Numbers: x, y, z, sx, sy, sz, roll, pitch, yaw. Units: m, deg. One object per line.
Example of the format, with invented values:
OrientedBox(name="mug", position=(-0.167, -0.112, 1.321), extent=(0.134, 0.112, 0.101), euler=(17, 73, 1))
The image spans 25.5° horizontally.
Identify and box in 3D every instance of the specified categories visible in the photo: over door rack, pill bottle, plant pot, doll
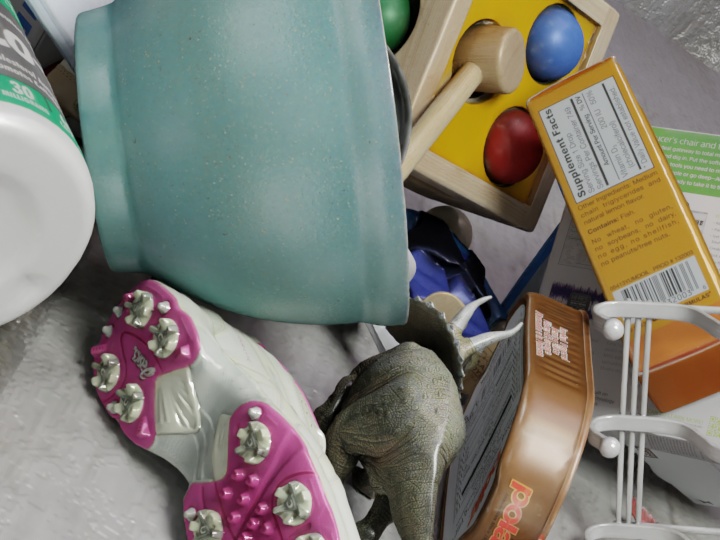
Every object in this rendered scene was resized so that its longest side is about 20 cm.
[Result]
OrientedBox(name="over door rack", position=(0.220, 0.088, 0.832), extent=(0.198, 0.149, 0.067), euler=(-1, 21, 0))
OrientedBox(name="pill bottle", position=(-0.195, -0.074, 0.695), extent=(0.113, 0.113, 0.200), euler=(19, 27, -40))
OrientedBox(name="plant pot", position=(-0.057, -0.066, 0.727), extent=(0.133, 0.201, 0.201), euler=(-8, 30, -4))
OrientedBox(name="doll", position=(0.058, 0.011, 1.022), extent=(0.136, 0.048, 0.200), euler=(42, 16, -17))

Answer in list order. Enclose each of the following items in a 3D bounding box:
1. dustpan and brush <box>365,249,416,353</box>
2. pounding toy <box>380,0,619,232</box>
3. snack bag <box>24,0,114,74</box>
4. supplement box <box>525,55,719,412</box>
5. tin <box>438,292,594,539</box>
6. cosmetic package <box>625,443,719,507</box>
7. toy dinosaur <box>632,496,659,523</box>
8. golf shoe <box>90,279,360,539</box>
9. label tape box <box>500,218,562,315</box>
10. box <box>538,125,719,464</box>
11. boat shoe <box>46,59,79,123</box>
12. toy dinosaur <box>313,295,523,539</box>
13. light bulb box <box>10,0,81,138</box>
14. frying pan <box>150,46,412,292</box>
OrientedBox(name="dustpan and brush", position=(0.000, 0.000, 0.900), extent=(0.200, 0.057, 0.140), euler=(46, -5, 33))
OrientedBox(name="pounding toy", position=(0.057, -0.117, 0.987), extent=(0.142, 0.185, 0.200), euler=(21, -2, 42))
OrientedBox(name="snack bag", position=(-0.120, -0.196, 0.782), extent=(0.189, 0.021, 0.201), euler=(61, 42, -45))
OrientedBox(name="supplement box", position=(0.163, -0.024, 0.929), extent=(0.067, 0.068, 0.201), euler=(47, 24, -56))
OrientedBox(name="tin", position=(0.078, 0.083, 0.808), extent=(0.042, 0.113, 0.200), euler=(20, 20, -1))
OrientedBox(name="cosmetic package", position=(0.247, 0.043, 1.018), extent=(0.081, 0.201, 0.113), euler=(0, -25, 41))
OrientedBox(name="toy dinosaur", position=(0.218, 0.219, 0.847), extent=(0.199, 0.106, 0.181), euler=(8, 21, 21))
OrientedBox(name="golf shoe", position=(-0.038, 0.082, 0.676), extent=(0.091, 0.075, 0.200), euler=(19, 28, -47))
OrientedBox(name="label tape box", position=(0.188, -0.008, 1.134), extent=(0.063, 0.145, 0.200), euler=(41, 21, 18))
OrientedBox(name="box", position=(0.185, 0.009, 0.965), extent=(0.143, 0.201, 0.036), euler=(11, -19, 24))
OrientedBox(name="boat shoe", position=(-0.092, -0.043, 0.872), extent=(0.200, 0.065, 0.072), euler=(50, -8, -16))
OrientedBox(name="toy dinosaur", position=(0.014, 0.073, 0.735), extent=(0.077, 0.103, 0.200), euler=(34, 19, -6))
OrientedBox(name="light bulb box", position=(-0.159, -0.180, 0.971), extent=(0.198, 0.125, 0.200), euler=(11, 31, -50))
OrientedBox(name="frying pan", position=(-0.038, -0.048, 0.837), extent=(0.114, 0.191, 0.031), euler=(22, -11, -19))
